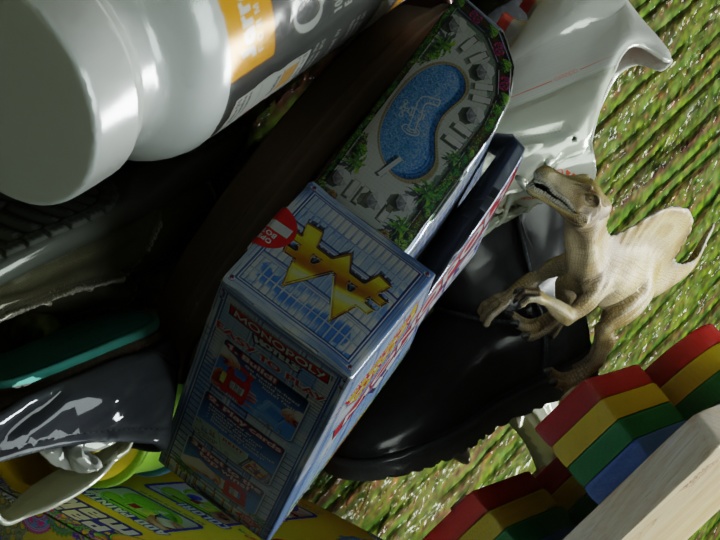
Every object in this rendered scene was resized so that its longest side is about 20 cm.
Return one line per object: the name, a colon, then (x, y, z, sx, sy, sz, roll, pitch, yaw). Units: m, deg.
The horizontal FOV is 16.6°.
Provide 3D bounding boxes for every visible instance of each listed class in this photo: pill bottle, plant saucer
pill bottle: (-0.068, -0.111, 0.923, 0.200, 0.116, 0.117, -39, 142, -40)
plant saucer: (-0.023, -0.037, 1.038, 0.200, 0.029, 0.200, -51, 176, -5)

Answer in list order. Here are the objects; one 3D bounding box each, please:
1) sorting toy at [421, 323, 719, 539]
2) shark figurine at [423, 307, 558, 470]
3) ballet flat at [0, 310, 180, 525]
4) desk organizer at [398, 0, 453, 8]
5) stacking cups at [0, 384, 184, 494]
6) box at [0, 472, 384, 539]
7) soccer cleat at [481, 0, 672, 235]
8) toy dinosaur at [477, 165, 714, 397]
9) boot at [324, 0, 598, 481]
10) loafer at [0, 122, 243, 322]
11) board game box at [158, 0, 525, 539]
sorting toy: (0.114, 0.109, 1.181, 0.200, 0.070, 0.199, -47, 164, 22)
shark figurine: (0.059, 0.062, 1.289, 0.128, 0.089, 0.215, -45, 120, -11)
ballet flat: (-0.151, 0.067, 0.923, 0.199, 0.073, 0.073, -14, 124, -38)
desk organizer: (0.010, -0.193, 1.032, 0.072, 0.077, 0.200, -53, 149, -22)
stacking cups: (-0.081, 0.060, 1.087, 0.200, 0.060, 0.061, -4, 115, -60)
box: (-0.101, 0.198, 1.089, 0.192, 0.122, 0.201, 5, 107, -60)
soccer cleat: (0.062, -0.048, 1.106, 0.200, 0.077, 0.069, -52, 175, -11)
toy dinosaur: (0.118, 0.007, 1.139, 0.101, 0.058, 0.200, -44, 155, 14)
boot: (0.032, -0.019, 1.168, 0.164, 0.066, 0.201, -25, 115, -33)
loafer: (-0.113, -0.008, 0.964, 0.200, 0.075, 0.070, -28, 129, -49)
board game box: (0.000, 0.000, 0.956, 0.200, 0.062, 0.200, -53, 176, -10)
